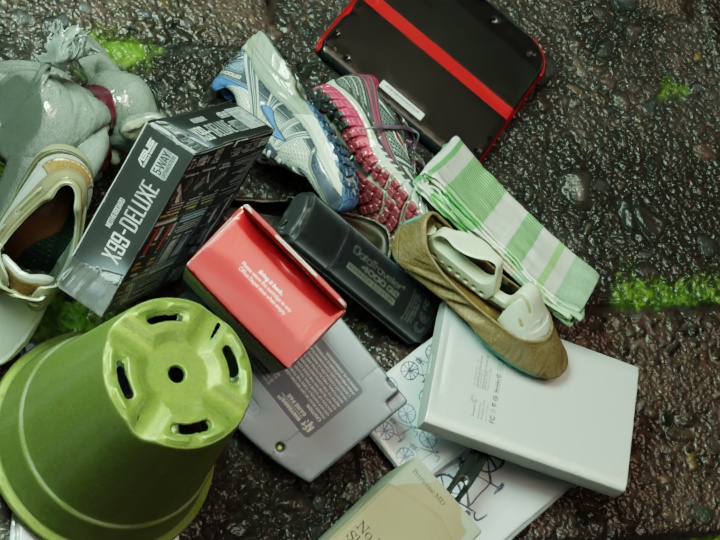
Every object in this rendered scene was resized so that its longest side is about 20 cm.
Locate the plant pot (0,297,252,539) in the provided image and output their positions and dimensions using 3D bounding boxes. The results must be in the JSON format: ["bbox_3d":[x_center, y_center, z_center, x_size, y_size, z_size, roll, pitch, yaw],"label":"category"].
[{"bbox_3d":[-0.175,0.110,1.435,0.200,0.190,0.200,12,63,-24],"label":"plant pot"}]

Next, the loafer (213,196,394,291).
[{"bbox_3d":[-0.055,-0.027,1.639,0.200,0.071,0.073,4,68,-23],"label":"loafer"}]

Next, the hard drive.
[{"bbox_3d":[0.155,0.116,1.645,0.200,0.027,0.132,20,57,-12],"label":"hard drive"}]

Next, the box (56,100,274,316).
[{"bbox_3d":[-0.157,-0.055,1.492,0.050,0.158,0.200,34,18,7],"label":"box"}]

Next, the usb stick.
[{"bbox_3d":[0.000,0.000,1.628,0.200,0.033,0.056,40,67,-37],"label":"usb stick"}]

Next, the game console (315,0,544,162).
[{"bbox_3d":[0.075,-0.214,1.803,0.200,0.031,0.177,39,65,-5],"label":"game console"}]

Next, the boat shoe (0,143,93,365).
[{"bbox_3d":[-0.275,-0.004,1.463,0.075,0.200,0.068,18,19,-17],"label":"boat shoe"}]

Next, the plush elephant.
[{"bbox_3d":[-0.244,-0.124,1.551,0.155,0.200,0.165,6,41,-51],"label":"plush elephant"}]

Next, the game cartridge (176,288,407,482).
[{"bbox_3d":[-0.071,0.079,1.579,0.133,0.041,0.200,-39,91,-9],"label":"game cartridge"}]

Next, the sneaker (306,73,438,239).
[{"bbox_3d":[0.030,-0.101,1.703,0.075,0.081,0.200,-26,82,-32],"label":"sneaker"}]

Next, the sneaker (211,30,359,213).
[{"bbox_3d":[-0.071,-0.122,1.661,0.085,0.077,0.200,-35,64,7],"label":"sneaker"}]

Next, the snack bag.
[{"bbox_3d":[0.108,0.154,1.669,0.189,0.021,0.200,-35,86,-32],"label":"snack bag"}]

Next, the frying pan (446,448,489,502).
[{"bbox_3d":[0.139,0.148,1.652,0.115,0.031,0.190,20,61,-13],"label":"frying pan"}]

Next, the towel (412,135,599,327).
[{"bbox_3d":[0.142,-0.039,1.698,0.200,0.023,0.153,42,23,-1],"label":"towel"}]

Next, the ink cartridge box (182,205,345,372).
[{"bbox_3d":[-0.080,0.018,1.456,0.116,0.200,0.067,45,82,-1],"label":"ink cartridge box"}]

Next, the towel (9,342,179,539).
[{"bbox_3d":[-0.220,0.159,1.517,0.147,0.024,0.200,8,66,-22],"label":"towel"}]

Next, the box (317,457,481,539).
[{"bbox_3d":[0.000,0.261,1.543,0.095,0.078,0.200,47,59,0],"label":"box"}]

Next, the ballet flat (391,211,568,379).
[{"bbox_3d":[0.117,0.017,1.622,0.200,0.072,0.068,42,50,3],"label":"ballet flat"}]
